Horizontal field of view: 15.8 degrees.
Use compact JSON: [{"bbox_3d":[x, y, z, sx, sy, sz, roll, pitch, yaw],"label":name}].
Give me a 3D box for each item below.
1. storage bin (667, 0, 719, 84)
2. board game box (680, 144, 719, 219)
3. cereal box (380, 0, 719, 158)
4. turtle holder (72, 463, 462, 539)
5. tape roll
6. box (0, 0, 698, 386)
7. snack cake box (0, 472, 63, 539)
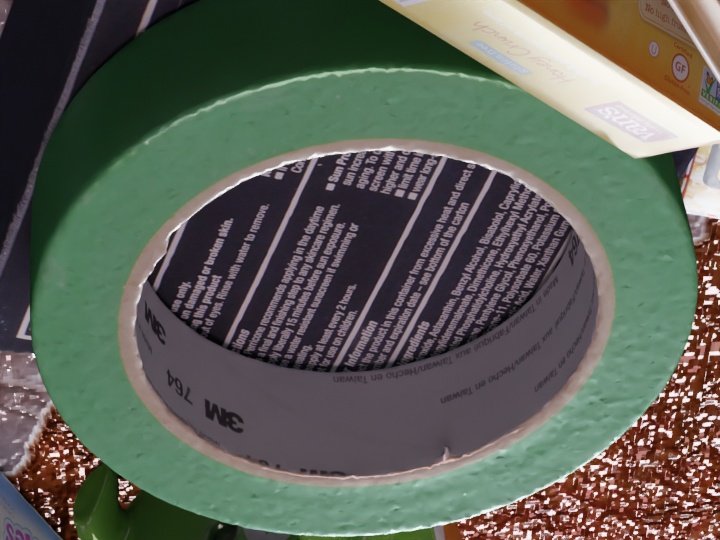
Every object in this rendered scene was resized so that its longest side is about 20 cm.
[{"bbox_3d":[0.210,-0.074,0.693,0.199,0.094,0.199,-6,148,27],"label":"storage bin"},{"bbox_3d":[0.192,-0.074,0.846,0.151,0.046,0.200,12,150,3],"label":"board game box"},{"bbox_3d":[0.057,-0.149,0.702,0.039,0.201,0.144,-10,154,44],"label":"cereal box"},{"bbox_3d":[-0.037,0.142,1.010,0.132,0.141,0.186,46,72,-37],"label":"turtle holder"},{"bbox_3d":[0.000,0.000,0.785,0.200,0.048,0.201,-4,136,-4],"label":"tape roll"},{"bbox_3d":[-0.008,-0.065,0.837,0.198,0.123,0.200,11,132,-19],"label":"box"},{"bbox_3d":[-0.198,0.116,1.035,0.115,0.067,0.200,-23,133,14],"label":"snack cake box"}]
